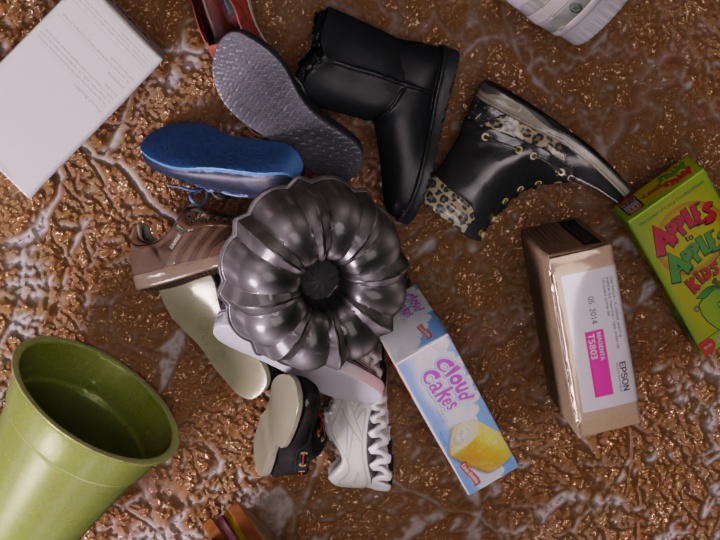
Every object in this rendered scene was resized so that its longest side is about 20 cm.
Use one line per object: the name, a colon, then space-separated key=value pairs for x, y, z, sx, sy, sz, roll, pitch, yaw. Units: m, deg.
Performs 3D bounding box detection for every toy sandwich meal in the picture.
toy sandwich meal: x=-0.089 y=0.337 z=1.690 sx=0.205 sy=0.205 sz=0.070 roll=42 pitch=82 yaw=-11

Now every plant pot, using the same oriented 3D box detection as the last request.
plant pot: x=-0.324 y=0.207 z=1.659 sx=0.199 sy=0.200 sz=0.191 roll=31 pitch=110 yaw=-10

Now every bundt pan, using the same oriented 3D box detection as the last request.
bundt pan: x=-0.040 y=0.011 z=1.545 sx=0.199 sy=0.076 sz=0.205 roll=-5 pitch=107 yaw=-17

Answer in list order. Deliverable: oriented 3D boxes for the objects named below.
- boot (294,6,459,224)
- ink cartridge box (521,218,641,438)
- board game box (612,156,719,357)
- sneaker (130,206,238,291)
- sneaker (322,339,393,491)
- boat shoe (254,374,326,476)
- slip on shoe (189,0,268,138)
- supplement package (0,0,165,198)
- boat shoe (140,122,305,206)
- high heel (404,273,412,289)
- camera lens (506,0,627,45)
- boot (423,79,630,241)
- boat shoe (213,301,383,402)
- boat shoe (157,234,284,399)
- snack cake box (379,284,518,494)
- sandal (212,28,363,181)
boot: x=0.003 y=-0.165 z=1.658 sx=0.166 sy=0.076 sz=0.203 roll=13 pitch=95 yaw=-10
ink cartridge box: x=0.236 y=0.058 z=1.681 sx=0.074 sy=0.165 sz=0.203 roll=-11 pitch=103 yaw=-3
board game box: x=0.371 y=-0.013 z=1.718 sx=0.101 sy=0.048 sz=0.201 roll=-34 pitch=115 yaw=1
sneaker: x=-0.157 y=-0.035 z=1.613 sx=0.198 sy=0.070 sz=0.077 roll=-15 pitch=83 yaw=20
sneaker: x=-0.007 y=0.150 z=1.726 sx=0.080 sy=0.075 sz=0.203 roll=-3 pitch=101 yaw=4
boat shoe: x=-0.068 y=0.165 z=1.663 sx=0.062 sy=0.202 sz=0.075 roll=0 pitch=62 yaw=-13
slip on shoe: x=-0.131 y=-0.231 z=1.629 sx=0.073 sy=0.061 sz=0.202 roll=-15 pitch=101 yaw=30
supplement package: x=-0.310 y=-0.191 z=1.602 sx=0.200 sy=0.117 sz=0.117 roll=-44 pitch=103 yaw=3
boat shoe: x=-0.147 y=-0.099 z=1.626 sx=0.084 sy=0.198 sz=0.069 roll=-51 pitch=142 yaw=-29
high heel: x=0.000 y=0.000 z=1.656 sx=0.071 sy=0.143 sz=0.200 roll=-45 pitch=102 yaw=3
camera lens: x=0.189 y=-0.350 z=1.598 sx=0.199 sy=0.160 sz=0.161 roll=36 pitch=96 yaw=-11
boot: x=0.177 y=-0.093 z=1.697 sx=0.202 sy=0.074 sz=0.155 roll=33 pitch=101 yaw=-11
boat shoe: x=-0.059 y=0.076 z=1.652 sx=0.198 sy=0.072 sz=0.068 roll=25 pitch=61 yaw=-11
boat shoe: x=-0.154 y=0.044 z=1.695 sx=0.073 sy=0.063 sz=0.202 roll=-36 pitch=90 yaw=33
snack cake box: x=0.089 y=0.129 z=1.678 sx=0.067 sy=0.115 sz=0.201 roll=-29 pitch=121 yaw=1
sandal: x=-0.079 y=-0.168 z=1.606 sx=0.076 sy=0.043 sz=0.200 roll=-37 pitch=113 yaw=18
